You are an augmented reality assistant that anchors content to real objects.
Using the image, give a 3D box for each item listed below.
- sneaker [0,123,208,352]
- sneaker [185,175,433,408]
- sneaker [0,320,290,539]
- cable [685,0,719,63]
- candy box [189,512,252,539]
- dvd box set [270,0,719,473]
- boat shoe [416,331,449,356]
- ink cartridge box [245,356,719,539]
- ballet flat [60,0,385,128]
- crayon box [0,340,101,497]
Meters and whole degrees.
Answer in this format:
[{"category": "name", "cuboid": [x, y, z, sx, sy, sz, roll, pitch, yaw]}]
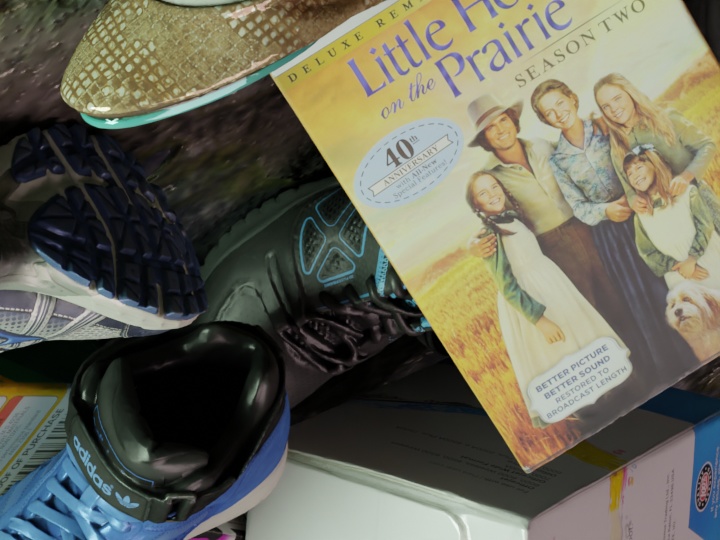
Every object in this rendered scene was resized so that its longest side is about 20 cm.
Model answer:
[{"category": "sneaker", "cuboid": [-0.139, -0.004, 1.061, 0.085, 0.077, 0.199, -34, 153, 32]}, {"category": "sneaker", "cuboid": [0.000, 0.000, 1.200, 0.073, 0.082, 0.200, 34, 110, -32]}, {"category": "sneaker", "cuboid": [-0.108, 0.090, 1.130, 0.199, 0.077, 0.111, -33, 159, -20]}, {"category": "cable", "cuboid": [0.221, -0.062, 1.224, 0.199, 0.201, 0.069, 16, 141, -10]}, {"category": "candy box", "cuboid": [-0.113, 0.134, 1.322, 0.136, 0.061, 0.200, -38, 156, 14]}, {"category": "dvd box set", "cuboid": [0.072, -0.042, 1.113, 0.146, 0.201, 0.029, -31, -159, 3]}, {"category": "boat shoe", "cuboid": [0.077, 0.002, 1.331, 0.072, 0.071, 0.200, -23, 163, -26]}, {"category": "ink cartridge box", "cuboid": [0.057, 0.136, 1.340, 0.200, 0.144, 0.148, -20, 118, -55]}, {"category": "ballet flat", "cuboid": [-0.016, -0.114, 1.005, 0.199, 0.070, 0.066, -27, 131, -20]}, {"category": "crayon box", "cuboid": [-0.194, 0.070, 1.133, 0.126, 0.052, 0.200, -50, 154, 22]}]
